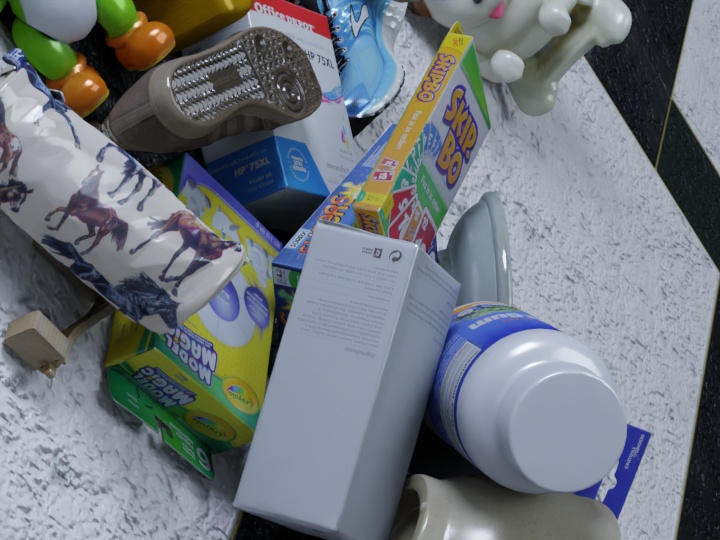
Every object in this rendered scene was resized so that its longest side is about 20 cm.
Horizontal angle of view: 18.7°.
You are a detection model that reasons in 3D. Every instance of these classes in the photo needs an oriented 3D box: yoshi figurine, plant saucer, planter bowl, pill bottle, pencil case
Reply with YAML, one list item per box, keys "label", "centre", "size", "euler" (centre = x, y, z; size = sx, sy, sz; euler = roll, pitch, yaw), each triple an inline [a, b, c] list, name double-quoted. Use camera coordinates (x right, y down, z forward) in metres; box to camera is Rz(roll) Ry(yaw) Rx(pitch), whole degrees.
- label: "yoshi figurine"
  centre: [-0.208, -0.199, 1.399]
  size: [0.200, 0.112, 0.112]
  euler: [54, 38, -18]
- label: "plant saucer"
  centre: [0.084, 0.037, 1.728]
  size: [0.200, 0.050, 0.200]
  euler: [-179, -90, -86]
- label: "planter bowl"
  centre: [0.070, 0.222, 1.519]
  size: [0.135, 0.200, 0.200]
  euler: [30, 41, -15]
- label: "pill bottle"
  centre: [0.111, 0.089, 1.499]
  size: [0.112, 0.112, 0.200]
  euler: [60, -9, -14]
- label: "pencil case"
  centre: [-0.162, -0.044, 1.341]
  size: [0.200, 0.078, 0.089]
  euler: [41, 53, -10]

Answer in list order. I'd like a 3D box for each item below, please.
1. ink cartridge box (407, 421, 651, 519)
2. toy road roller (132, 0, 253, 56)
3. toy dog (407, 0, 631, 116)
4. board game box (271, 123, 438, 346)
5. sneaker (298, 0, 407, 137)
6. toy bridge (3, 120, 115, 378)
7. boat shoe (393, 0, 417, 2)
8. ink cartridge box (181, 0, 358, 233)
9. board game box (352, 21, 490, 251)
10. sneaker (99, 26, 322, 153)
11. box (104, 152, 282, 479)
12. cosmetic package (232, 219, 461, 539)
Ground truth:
- label: "ink cartridge box"
  centre: [0.111, 0.129, 1.626]
  size: [0.200, 0.095, 0.037]
  euler: [21, 1, -5]
- label: "toy road roller"
  centre: [-0.125, -0.231, 1.532]
  size: [0.200, 0.123, 0.146]
  euler: [-26, 93, -64]
- label: "toy dog"
  centre: [0.126, -0.258, 1.977]
  size: [0.200, 0.139, 0.194]
  euler: [17, 44, -55]
- label: "board game box"
  centre: [0.000, 0.000, 1.591]
  size: [0.200, 0.034, 0.136]
  euler: [-50, 145, -48]
- label: "sneaker"
  centre: [-0.020, -0.180, 1.759]
  size: [0.090, 0.078, 0.200]
  euler: [32, 36, -25]
- label: "toy bridge"
  centre: [-0.178, -0.006, 1.395]
  size: [0.067, 0.027, 0.200]
  euler: [48, 33, -33]
- label: "boat shoe"
  centre: [-0.032, -0.272, 1.735]
  size: [0.200, 0.072, 0.065]
  euler: [38, 50, 0]
- label: "ink cartridge box"
  centre: [-0.070, -0.136, 1.624]
  size: [0.116, 0.067, 0.200]
  euler: [11, 62, -58]
- label: "board game box"
  centre: [0.050, -0.083, 1.593]
  size: [0.096, 0.030, 0.200]
  euler: [75, 32, -47]
- label: "sneaker"
  centre: [-0.103, -0.120, 1.491]
  size: [0.200, 0.075, 0.071]
  euler: [-15, 85, -60]
- label: "box"
  centre: [-0.111, 0.032, 1.466]
  size: [0.117, 0.048, 0.200]
  euler: [44, 38, -37]
- label: "cosmetic package"
  centre: [-0.007, 0.081, 1.469]
  size: [0.113, 0.081, 0.200]
  euler: [43, 64, -66]
